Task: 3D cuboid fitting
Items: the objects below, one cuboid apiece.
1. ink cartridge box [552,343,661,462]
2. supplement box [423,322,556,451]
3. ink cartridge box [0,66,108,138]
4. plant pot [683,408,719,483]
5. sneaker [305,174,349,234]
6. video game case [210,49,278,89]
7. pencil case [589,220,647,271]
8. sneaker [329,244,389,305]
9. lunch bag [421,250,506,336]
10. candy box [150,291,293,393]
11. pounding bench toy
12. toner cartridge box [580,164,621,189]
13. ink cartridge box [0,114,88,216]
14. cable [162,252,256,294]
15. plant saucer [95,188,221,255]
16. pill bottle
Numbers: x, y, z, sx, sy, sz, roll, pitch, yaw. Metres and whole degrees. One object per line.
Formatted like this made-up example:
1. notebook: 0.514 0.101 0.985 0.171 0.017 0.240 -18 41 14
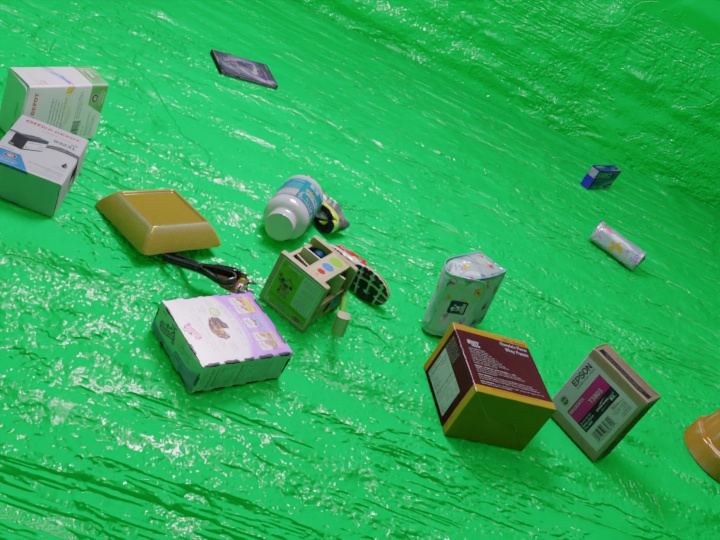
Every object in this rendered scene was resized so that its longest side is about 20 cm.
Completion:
1. ink cartridge box: 0.529 0.291 1.723 0.075 0.201 0.165 -7 45 -47
2. supplement box: 0.265 0.242 1.635 0.196 0.133 0.201 16 33 -22
3. ink cartridge box: -0.671 -0.362 1.709 0.084 0.145 0.200 41 33 21
4. plant pot: 0.937 0.405 1.922 0.199 0.184 0.201 21 31 -14
5. sneaker: -0.099 -0.165 2.001 0.081 0.074 0.201 8 41 -49
6. video game case: -0.373 -0.646 2.514 0.199 0.019 0.143 9 37 -34
7. pencil case: 0.890 -0.085 2.708 0.200 0.083 0.091 40 24 16
8. sneaker: 0.000 0.000 1.826 0.200 0.077 0.085 41 27 17
9. lunch bag: 0.234 0.058 1.842 0.122 0.171 0.199 36 30 26
10. candy box: -0.252 0.126 1.422 0.199 0.072 0.168 -4 44 -44
11. pounding bench toy: -0.075 0.046 1.641 0.200 0.125 0.156 38 31 14
12. toner cartridge box: 0.992 -0.385 3.229 0.199 0.095 0.043 -9 48 -46
13. ink cartridge box: -0.649 -0.214 1.570 0.144 0.084 0.201 21 31 -15
14. cable: -0.307 0.010 1.546 0.199 0.051 0.097 11 14 7
15. plant saucer: -0.416 -0.114 1.635 0.199 0.049 0.200 -11 42 -48
16. pill bottle: -0.163 -0.144 1.859 0.110 0.111 0.200 29 31 -2
